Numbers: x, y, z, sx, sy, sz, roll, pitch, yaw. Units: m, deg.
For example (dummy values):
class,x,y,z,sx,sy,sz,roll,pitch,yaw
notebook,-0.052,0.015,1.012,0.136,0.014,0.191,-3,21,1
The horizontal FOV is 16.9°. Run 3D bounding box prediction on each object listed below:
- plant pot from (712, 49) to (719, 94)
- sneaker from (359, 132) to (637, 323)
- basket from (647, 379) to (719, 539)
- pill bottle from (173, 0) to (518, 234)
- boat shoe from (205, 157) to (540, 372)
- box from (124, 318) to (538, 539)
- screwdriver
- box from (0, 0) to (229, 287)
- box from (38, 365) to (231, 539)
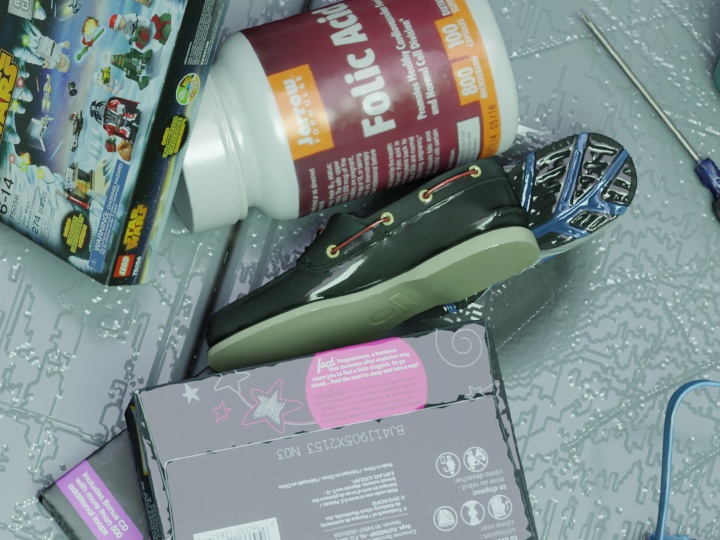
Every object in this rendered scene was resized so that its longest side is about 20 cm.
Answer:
class,x,y,z,sx,sy,sz,roll,pitch,yaw
plant pot,0.323,-0.126,1.434,0.199,0.196,0.196,31,76,9
sneaker,0.071,-0.018,1.435,0.199,0.077,0.076,-19,85,7
basket,0.249,0.172,1.382,0.175,0.139,0.201,8,88,-5
pill bottle,-0.018,-0.096,1.412,0.199,0.114,0.115,-18,82,-11
boat shoe,0.001,0.001,1.375,0.200,0.074,0.063,-25,67,9
box,-0.019,0.116,1.336,0.199,0.115,0.133,-11,82,-9
screwdriver,0.200,-0.080,1.485,0.029,0.028,0.200,-30,82,-43
box,-0.150,-0.110,1.356,0.137,0.040,0.201,28,110,34
box,-0.065,0.126,1.403,0.200,0.036,0.143,-37,86,-15
